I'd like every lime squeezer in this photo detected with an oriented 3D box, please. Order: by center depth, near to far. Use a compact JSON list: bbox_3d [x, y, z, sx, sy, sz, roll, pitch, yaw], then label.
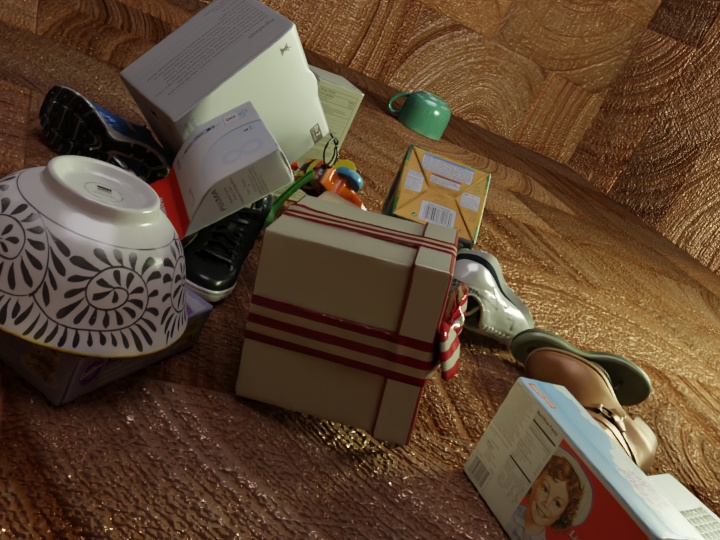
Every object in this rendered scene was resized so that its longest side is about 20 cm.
[{"bbox_3d":[-0.154,-0.079,1.030,0.199,0.071,0.038,-12,51,-16],"label":"lime squeezer"}]

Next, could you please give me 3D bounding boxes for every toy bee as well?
[{"bbox_3d":[-0.052,-0.132,1.181,0.108,0.201,0.131,15,41,28],"label":"toy bee"}]

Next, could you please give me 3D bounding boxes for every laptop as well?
[{"bbox_3d":[0.390,0.253,0.836,0.187,0.116,0.200,10,26,-43],"label":"laptop"}]

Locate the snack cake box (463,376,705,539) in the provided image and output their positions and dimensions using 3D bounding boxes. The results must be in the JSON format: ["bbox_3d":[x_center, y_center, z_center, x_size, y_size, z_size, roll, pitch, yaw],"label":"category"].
[{"bbox_3d":[0.185,0.201,0.691,0.067,0.115,0.200,15,23,-32],"label":"snack cake box"}]

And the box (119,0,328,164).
[{"bbox_3d":[-0.170,-0.218,1.039,0.131,0.200,0.199,39,-17,30],"label":"box"}]

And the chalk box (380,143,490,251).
[{"bbox_3d":[0.089,-0.062,1.141,0.124,0.200,0.125,20,62,-5],"label":"chalk box"}]

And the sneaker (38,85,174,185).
[{"bbox_3d":[-0.322,-0.164,1.017,0.200,0.079,0.089,36,12,0],"label":"sneaker"}]

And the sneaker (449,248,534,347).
[{"bbox_3d":[0.172,0.058,1.075,0.076,0.081,0.200,-3,-39,41],"label":"sneaker"}]

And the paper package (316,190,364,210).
[{"bbox_3d":[0.000,0.000,0.972,0.199,0.104,0.191,28,19,4],"label":"paper package"}]

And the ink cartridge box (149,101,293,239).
[{"bbox_3d":[-0.186,-0.104,0.871,0.160,0.199,0.047,57,-8,54],"label":"ink cartridge box"}]

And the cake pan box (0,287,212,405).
[{"bbox_3d":[-0.255,0.016,0.671,0.199,0.052,0.184,33,18,15],"label":"cake pan box"}]

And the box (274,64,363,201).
[{"bbox_3d":[-0.085,-0.215,1.249,0.095,0.201,0.078,12,24,-38],"label":"box"}]

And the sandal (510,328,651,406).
[{"bbox_3d":[0.295,0.144,1.069,0.200,0.080,0.057,20,37,-4],"label":"sandal"}]

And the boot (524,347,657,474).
[{"bbox_3d":[0.260,0.166,0.934,0.200,0.074,0.154,37,19,25],"label":"boot"}]

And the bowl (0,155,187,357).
[{"bbox_3d":[-0.216,-0.029,0.620,0.200,0.095,0.201,24,19,-9],"label":"bowl"}]

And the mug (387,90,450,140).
[{"bbox_3d":[0.195,-0.502,2.485,0.184,0.115,0.152,15,23,-33],"label":"mug"}]

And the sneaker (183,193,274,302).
[{"bbox_3d":[-0.149,-0.050,0.880,0.073,0.112,0.200,25,19,-6],"label":"sneaker"}]

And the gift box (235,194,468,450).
[{"bbox_3d":[0.003,0.050,0.743,0.186,0.201,0.185,13,22,6],"label":"gift box"}]
